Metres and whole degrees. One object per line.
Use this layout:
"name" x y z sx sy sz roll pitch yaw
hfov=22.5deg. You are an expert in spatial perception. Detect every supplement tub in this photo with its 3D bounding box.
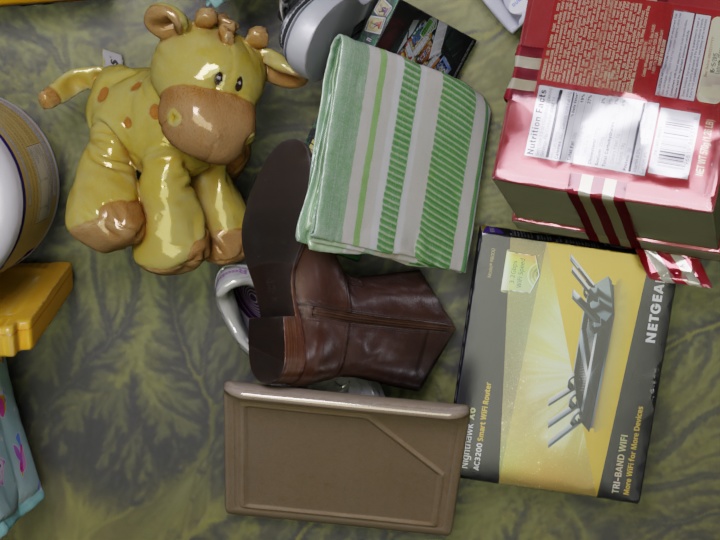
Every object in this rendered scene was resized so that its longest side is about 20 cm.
"supplement tub" -0.304 -0.060 1.347 0.145 0.200 0.146 0 98 2

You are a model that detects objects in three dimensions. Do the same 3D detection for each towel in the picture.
"towel" 0.030 -0.080 1.353 0.023 0.200 0.153 9 89 38

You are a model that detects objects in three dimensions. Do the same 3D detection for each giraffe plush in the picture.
"giraffe plush" -0.125 -0.114 1.343 0.162 0.172 0.200 -34 72 44

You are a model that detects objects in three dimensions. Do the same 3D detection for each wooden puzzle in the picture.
"wooden puzzle" -0.013 0.143 1.410 0.184 0.200 0.037 6 54 1

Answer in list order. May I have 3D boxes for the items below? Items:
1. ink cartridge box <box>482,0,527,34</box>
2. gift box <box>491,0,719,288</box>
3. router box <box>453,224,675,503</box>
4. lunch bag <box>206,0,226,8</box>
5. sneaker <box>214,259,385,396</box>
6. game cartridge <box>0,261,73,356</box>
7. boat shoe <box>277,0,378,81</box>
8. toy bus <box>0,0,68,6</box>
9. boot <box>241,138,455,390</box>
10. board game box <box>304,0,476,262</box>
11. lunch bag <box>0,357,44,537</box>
"ink cartridge box" 0.127 -0.321 1.386 0.198 0.043 0.200 -41 94 8
"gift box" 0.210 -0.099 1.328 0.199 0.187 0.185 15 83 14
"router box" 0.158 0.073 1.440 0.157 0.052 0.201 7 99 1
"lunch bag" -0.085 -0.308 1.331 0.170 0.122 0.200 -33 68 6
"sneaker" -0.052 0.075 1.424 0.075 0.100 0.200 -38 96 10
"game cartridge" -0.332 0.028 1.374 0.199 0.176 0.033 -3 106 3
"boat shoe" -0.031 -0.187 1.337 0.057 0.200 0.069 25 108 6
"toy bus" -0.296 -0.233 1.396 0.199 0.078 0.065 -4 99 2
"boot" 0.000 0.000 1.389 0.064 0.200 0.187 9 94 42
"board game box" 0.008 -0.108 1.399 0.023 0.105 0.200 34 100 37
"lunch bag" -0.375 0.135 1.429 0.199 0.122 0.171 -9 101 14
